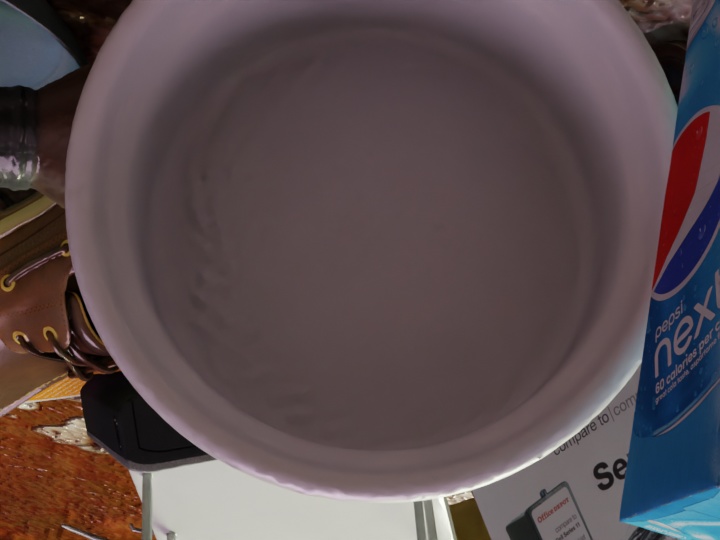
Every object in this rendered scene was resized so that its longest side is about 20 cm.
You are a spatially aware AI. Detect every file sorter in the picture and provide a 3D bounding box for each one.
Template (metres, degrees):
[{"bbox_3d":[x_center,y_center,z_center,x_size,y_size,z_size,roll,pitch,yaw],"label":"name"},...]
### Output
[{"bbox_3d":[-0.018,0.180,1.075,0.138,0.125,0.201,-10,135,5],"label":"file sorter"}]

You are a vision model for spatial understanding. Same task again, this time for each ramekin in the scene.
[{"bbox_3d":[0.005,-0.017,0.771,0.199,0.202,0.098,10,167,1],"label":"ramekin"}]

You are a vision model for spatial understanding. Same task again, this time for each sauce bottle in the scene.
[{"bbox_3d":[-0.069,-0.047,0.859,0.199,0.065,0.065,3,162,-13],"label":"sauce bottle"}]

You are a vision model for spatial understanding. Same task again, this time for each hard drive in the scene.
[{"bbox_3d":[-0.046,0.054,1.007,0.139,0.033,0.200,-10,-178,-11],"label":"hard drive"}]

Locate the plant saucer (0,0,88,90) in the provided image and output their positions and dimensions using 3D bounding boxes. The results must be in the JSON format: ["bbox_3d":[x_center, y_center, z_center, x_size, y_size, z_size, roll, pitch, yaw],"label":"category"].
[{"bbox_3d":[-0.198,-0.096,0.892,0.199,0.028,0.200,8,159,3],"label":"plant saucer"}]

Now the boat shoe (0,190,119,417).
[{"bbox_3d":[-0.121,0.010,0.941,0.200,0.068,0.072,-41,143,20],"label":"boat shoe"}]

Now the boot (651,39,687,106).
[{"bbox_3d":[0.164,0.001,0.848,0.097,0.201,0.075,-25,-169,-33],"label":"boot"}]

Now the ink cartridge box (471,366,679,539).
[{"bbox_3d":[0.139,0.116,0.934,0.083,0.201,0.146,0,150,-46],"label":"ink cartridge box"}]

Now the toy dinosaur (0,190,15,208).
[{"bbox_3d":[-0.200,-0.016,1.086,0.088,0.048,0.199,27,161,-36],"label":"toy dinosaur"}]

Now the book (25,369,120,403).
[{"bbox_3d":[-0.132,0.031,1.088,0.199,0.048,0.133,-2,168,-33],"label":"book"}]

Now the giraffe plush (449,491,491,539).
[{"bbox_3d":[0.112,0.135,1.200,0.199,0.173,0.163,3,145,19],"label":"giraffe plush"}]

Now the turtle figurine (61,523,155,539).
[{"bbox_3d":[-0.045,0.095,1.168,0.199,0.101,0.150,7,148,-20],"label":"turtle figurine"}]

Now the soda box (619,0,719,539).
[{"bbox_3d":[0.133,-0.017,0.690,0.067,0.201,0.064,17,159,-17],"label":"soda box"}]
